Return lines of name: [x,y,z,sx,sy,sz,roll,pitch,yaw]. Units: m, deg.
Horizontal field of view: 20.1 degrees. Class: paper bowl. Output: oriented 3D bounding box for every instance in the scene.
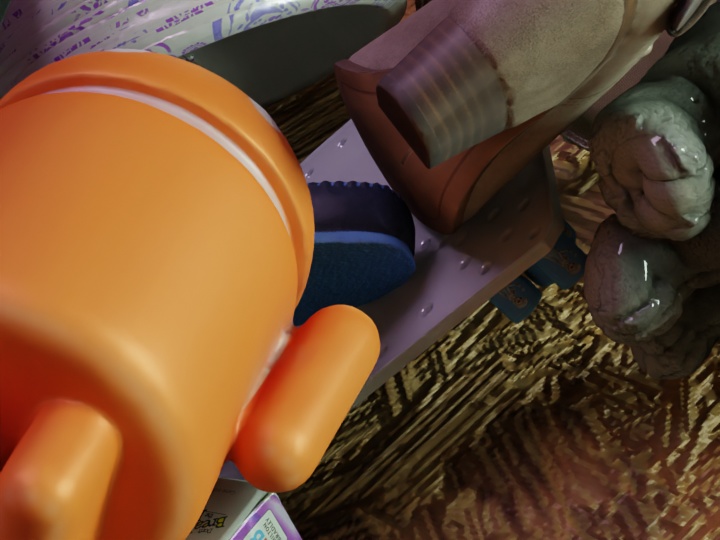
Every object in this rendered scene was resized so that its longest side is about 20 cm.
paper bowl: [-0.087,-0.131,0.959,0.200,0.105,0.201,-23,-7,-3]

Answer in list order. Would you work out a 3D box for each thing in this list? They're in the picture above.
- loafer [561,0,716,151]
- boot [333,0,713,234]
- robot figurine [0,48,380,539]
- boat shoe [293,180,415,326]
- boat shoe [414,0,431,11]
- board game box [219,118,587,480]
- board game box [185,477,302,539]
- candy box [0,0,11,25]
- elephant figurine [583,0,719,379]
loafer: [0.140,-0.073,0.775,0.200,0.076,0.067,3,21,44]
boot: [0.068,-0.083,0.667,0.146,0.070,0.200,-37,2,-4]
robot figurine: [-0.083,0.011,0.596,0.144,0.117,0.200,-11,33,26]
boat shoe: [-0.080,-0.018,0.726,0.199,0.084,0.069,-4,62,9]
boat shoe: [0.094,-0.114,0.895,0.200,0.076,0.072,4,45,47]
board game box: [0.000,0.000,0.786,0.200,0.026,0.200,-40,25,21]
board game box: [-0.096,0.163,0.593,0.105,0.103,0.200,3,41,42]
candy box: [-0.227,-0.129,0.929,0.200,0.061,0.137,-20,44,42]
elephant figurine: [0.181,-0.017,0.627,0.200,0.156,0.141,6,15,35]
